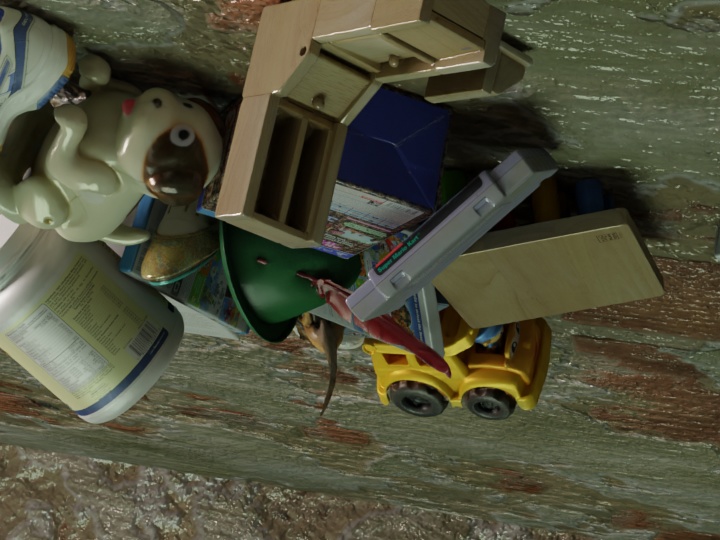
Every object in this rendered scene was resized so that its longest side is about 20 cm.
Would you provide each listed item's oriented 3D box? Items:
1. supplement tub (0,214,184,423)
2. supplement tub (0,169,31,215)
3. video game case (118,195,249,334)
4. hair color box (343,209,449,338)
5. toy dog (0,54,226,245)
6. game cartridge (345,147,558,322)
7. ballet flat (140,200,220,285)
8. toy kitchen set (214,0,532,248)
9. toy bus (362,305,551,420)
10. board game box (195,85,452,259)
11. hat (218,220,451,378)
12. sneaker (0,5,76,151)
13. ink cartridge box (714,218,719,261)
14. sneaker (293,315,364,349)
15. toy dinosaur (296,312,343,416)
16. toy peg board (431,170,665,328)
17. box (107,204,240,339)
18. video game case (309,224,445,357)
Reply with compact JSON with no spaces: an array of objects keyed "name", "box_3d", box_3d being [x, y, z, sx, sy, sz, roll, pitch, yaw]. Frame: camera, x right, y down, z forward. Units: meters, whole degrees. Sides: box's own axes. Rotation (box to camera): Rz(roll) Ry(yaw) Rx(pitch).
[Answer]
[{"name":"supplement tub","box_3d":[-0.286,0.036,1.760,0.200,0.145,0.145,44,152,-19]},{"name":"supplement tub","box_3d":[-0.323,-0.068,1.867,0.106,0.108,0.200,5,161,20]},{"name":"video game case","box_3d":[-0.154,-0.034,1.808,0.018,0.144,0.200,8,165,36]},{"name":"hair color box","box_3d":[0.031,0.005,1.884,0.060,0.100,0.200,6,166,-18]},{"name":"toy dog","box_3d":[-0.217,-0.096,1.617,0.199,0.140,0.195,-14,121,32]},{"name":"game cartridge","box_3d":[0.079,-0.034,1.566,0.038,0.200,0.130,51,-165,11]},{"name":"ballet flat","box_3d":[-0.151,-0.050,1.739,0.070,0.071,0.200,0,-159,33]},{"name":"toy kitchen set","box_3d":[0.028,-0.105,1.374,0.162,0.182,0.199,22,165,-37]},{"name":"toy bus","box_3d":[0.101,0.065,2.038,0.198,0.137,0.192,3,146,21]},{"name":"board game box","box_3d":[-0.035,-0.096,1.602,0.158,0.098,0.200,17,163,-20]},{"name":"hat","box_3d":[-0.015,-0.016,1.718,0.175,0.167,0.201,-7,137,24]},{"name":"sneaker","box_3d":[-0.337,-0.150,1.557,0.088,0.076,0.200,31,113,-36]},{"name":"ink cartridge box","box_3d":[0.449,-0.005,1.675,0.199,0.048,0.160,3,162,33]},{"name":"sneaker","box_3d":[-0.079,0.029,2.095,0.199,0.076,0.105,30,176,2]},{"name":"toy dinosaur","box_3d":[-0.035,0.067,1.910,0.060,0.107,0.200,-10,-164,-5]},{"name":"toy peg board","box_3d":[0.171,-0.035,1.722,0.198,0.099,0.200,-11,158,16]},{"name":"box","box_3d":[-0.188,-0.018,1.918,0.097,0.125,0.200,7,163,16]},{"name":"video game case","box_3d":[0.000,0.000,1.783,0.018,0.144,0.199,-29,-147,-33]}]
